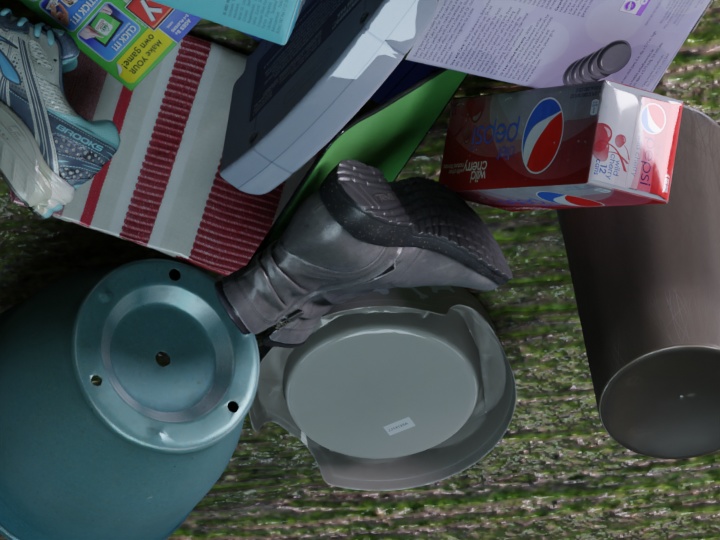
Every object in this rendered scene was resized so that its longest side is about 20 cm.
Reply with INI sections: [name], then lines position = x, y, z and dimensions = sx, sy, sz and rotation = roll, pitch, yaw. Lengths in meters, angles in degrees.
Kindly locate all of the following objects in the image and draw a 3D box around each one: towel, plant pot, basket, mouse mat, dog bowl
[towel]
position = -0.122, -0.084, 1.757
dimensions = 0.199, 0.023, 0.145
rotation = 19, 88, -20
[plant pot]
position = -0.164, 0.082, 1.811
dimensions = 0.199, 0.201, 0.188
rotation = 17, 154, -19
[basket]
position = 0.208, 0.018, 1.802
dimensions = 0.135, 0.201, 0.181
rotation = -5, 136, 3
[mouse mat]
position = -0.001, -0.068, 1.738
dimensions = 0.008, 0.200, 0.161
rotation = 43, 129, 11
[dog bowl]
position = 0.015, 0.077, 1.952
dimensions = 0.199, 0.059, 0.201
rotation = -1, 135, -1

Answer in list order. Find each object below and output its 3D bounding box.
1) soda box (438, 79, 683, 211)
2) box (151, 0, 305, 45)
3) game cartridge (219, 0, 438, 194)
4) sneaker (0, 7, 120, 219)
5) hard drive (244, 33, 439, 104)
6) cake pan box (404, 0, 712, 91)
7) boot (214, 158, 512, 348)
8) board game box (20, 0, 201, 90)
[soda box]
position = 0.126, -0.078, 1.717
dimensions = 0.063, 0.070, 0.200
rotation = 12, 175, -26
[box]
position = -0.124, -0.205, 1.589
dimensions = 0.199, 0.082, 0.049
rotation = 19, 124, 0
[game cartridge]
position = -0.017, -0.140, 1.646
dimensions = 0.041, 0.133, 0.200
rotation = 33, 126, -17
[sneaker]
position = -0.227, -0.135, 1.690
dimensions = 0.086, 0.078, 0.201
rotation = -35, 89, -4
[hard drive]
position = -0.017, -0.189, 1.710
dimensions = 0.199, 0.025, 0.132
rotation = 26, 128, -25
[cake pan box]
position = 0.139, -0.201, 1.663
dimensions = 0.183, 0.052, 0.200
rotation = 7, 132, -26
[boot]
position = 0.000, 0.000, 1.719
dimensions = 0.132, 0.070, 0.200
rotation = -43, 143, 22
[board game box]
position = -0.134, -0.219, 1.649
dimensions = 0.134, 0.029, 0.200
rotation = 39, 124, -13
